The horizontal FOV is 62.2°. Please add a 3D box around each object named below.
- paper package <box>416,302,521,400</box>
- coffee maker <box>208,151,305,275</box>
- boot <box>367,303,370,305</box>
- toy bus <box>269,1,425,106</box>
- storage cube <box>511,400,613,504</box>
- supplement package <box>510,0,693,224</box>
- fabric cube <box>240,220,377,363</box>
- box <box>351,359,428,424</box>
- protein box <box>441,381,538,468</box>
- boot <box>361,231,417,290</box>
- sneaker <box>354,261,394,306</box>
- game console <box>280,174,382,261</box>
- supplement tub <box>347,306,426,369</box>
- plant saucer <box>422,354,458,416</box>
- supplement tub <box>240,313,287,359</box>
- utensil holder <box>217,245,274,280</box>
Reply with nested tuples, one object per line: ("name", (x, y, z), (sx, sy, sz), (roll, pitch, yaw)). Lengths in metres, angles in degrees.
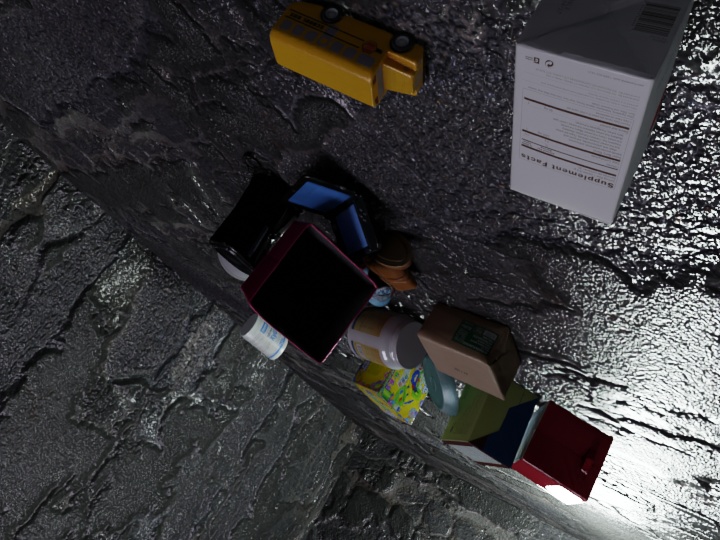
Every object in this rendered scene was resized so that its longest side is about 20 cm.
("paper package", (0.254, 0.186, 1.387), (0.197, 0.105, 0.192), (20, 157, 37))
("coffee maker", (-0.250, -0.116, 1.352), (0.191, 0.203, 0.134), (39, 160, -16))
("boot", (-0.073, 0.115, 1.607), (0.162, 0.203, 0.066), (30, 161, 6))
("toy bus", (-0.015, -0.276, 0.769), (0.196, 0.079, 0.065), (29, 161, 17))
("storage cube", (0.509, 0.467, 1.529), (0.177, 0.173, 0.201), (29, 161, 15))
("supplement package", (0.223, -0.164, 0.575), (0.117, 0.123, 0.201), (24, 159, 24))
("fabric cube", (-0.114, 0.036, 1.244), (0.195, 0.202, 0.199), (41, 174, -17))
("box", (0.110, 0.303, 1.753), (0.120, 0.203, 0.193), (10, 150, 48))
("protein box", (0.341, 0.398, 1.593), (0.133, 0.202, 0.200), (31, 162, -4))
("boot", (0.075, -0.004, 1.265), (0.198, 0.077, 0.156), (13, 150, 53))
("sneaker", (0.000, 0.000, 1.442), (0.196, 0.080, 0.096), (29, 145, 0))
("game console", (-0.062, -0.097, 1.200), (0.199, 0.114, 0.181), (-19, 90, 68))
("supplement tub", (0.073, 0.183, 1.613), (0.197, 0.147, 0.145), (10, 151, 50))
("plant saucer", (0.215, 0.308, 1.658), (0.200, 0.035, 0.206), (166, 91, -78))
("supplement tub", (-0.451, 0.312, 2.813), (0.199, 0.134, 0.131), (42, 159, -25))
("utensil holder", (-0.277, -0.077, 1.551), (0.168, 0.172, 0.199), (36, 158, -10))
